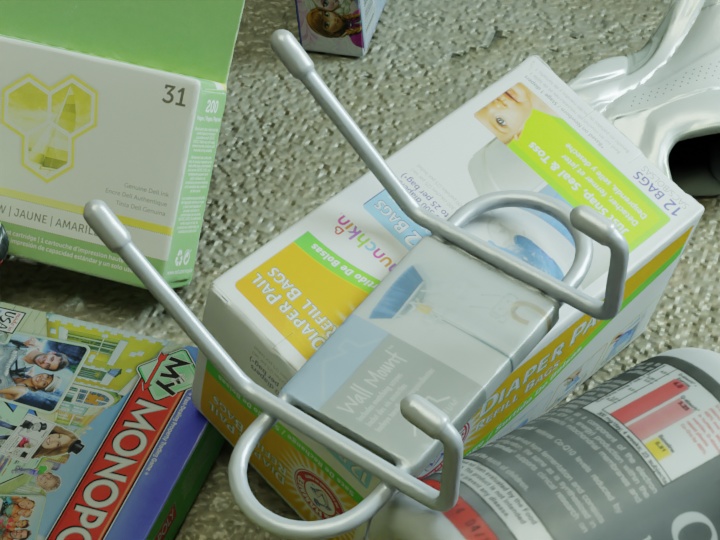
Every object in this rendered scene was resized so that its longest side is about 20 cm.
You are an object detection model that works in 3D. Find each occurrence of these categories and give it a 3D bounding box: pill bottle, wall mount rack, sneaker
[{"bbox_3d":[0.113,0.100,0.783,0.199,0.116,0.116,-26,48,-19],"label":"pill bottle"},{"bbox_3d":[0.000,0.000,0.768,0.173,0.075,0.200,29,55,24],"label":"wall mount rack"},{"bbox_3d":[0.182,-0.087,1.009,0.099,0.078,0.200,36,66,27],"label":"sneaker"}]

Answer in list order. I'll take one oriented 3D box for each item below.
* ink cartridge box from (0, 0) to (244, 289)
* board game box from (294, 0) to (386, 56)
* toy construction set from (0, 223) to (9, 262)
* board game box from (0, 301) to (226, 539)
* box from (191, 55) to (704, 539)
[{"bbox_3d":[-0.134,-0.104,0.971,0.144,0.202,0.048,13,7,15],"label":"ink cartridge box"},{"bbox_3d":[0.002,-0.260,1.103,0.041,0.201,0.200,8,45,14],"label":"board game box"},{"bbox_3d":[-0.245,-0.007,0.928,0.130,0.092,0.202,13,75,22],"label":"toy construction set"},{"bbox_3d":[-0.148,0.103,0.869,0.133,0.029,0.201,11,47,18],"label":"board game box"},{"bbox_3d":[0.037,0.017,0.868,0.199,0.102,0.112,-36,69,-28],"label":"box"}]
